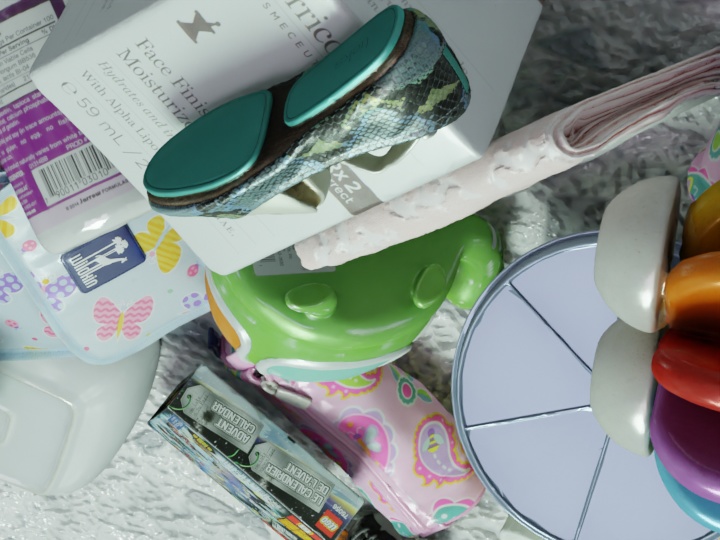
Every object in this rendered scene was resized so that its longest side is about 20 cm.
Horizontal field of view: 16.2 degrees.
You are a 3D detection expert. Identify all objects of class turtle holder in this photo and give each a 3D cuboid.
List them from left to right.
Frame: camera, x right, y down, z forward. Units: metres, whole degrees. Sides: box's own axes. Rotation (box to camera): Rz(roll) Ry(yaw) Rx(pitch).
[{"bbox_3d":[-0.009,-0.006,1.525,0.141,0.185,0.132,48,148,14],"label":"turtle holder"}]

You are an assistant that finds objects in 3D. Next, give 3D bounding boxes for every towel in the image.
[{"bbox_3d":[0.088,-0.060,1.379,0.199,0.190,0.032,-25,89,43],"label":"towel"}]

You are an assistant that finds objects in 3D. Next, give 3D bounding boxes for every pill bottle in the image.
[{"bbox_3d":[-0.170,-0.120,1.436,0.112,0.112,0.201,-22,93,41],"label":"pill bottle"}]

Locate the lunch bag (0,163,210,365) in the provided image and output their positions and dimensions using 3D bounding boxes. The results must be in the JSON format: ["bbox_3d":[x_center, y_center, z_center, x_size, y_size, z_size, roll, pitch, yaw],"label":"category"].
[{"bbox_3d":[-0.199,-0.032,1.586,0.198,0.128,0.170,-2,137,22],"label":"lunch bag"}]

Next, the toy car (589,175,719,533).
[{"bbox_3d":[0.204,0.054,1.326,0.174,0.150,0.201,7,130,11],"label":"toy car"}]

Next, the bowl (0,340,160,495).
[{"bbox_3d":[-0.252,0.077,1.774,0.199,0.075,0.200,23,141,-3],"label":"bowl"}]

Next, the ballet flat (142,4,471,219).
[{"bbox_3d":[-0.025,-0.061,1.249,0.199,0.075,0.074,-24,122,42],"label":"ballet flat"}]

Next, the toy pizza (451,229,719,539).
[{"bbox_3d":[0.151,0.071,1.458,0.198,0.032,0.202,4,108,14],"label":"toy pizza"}]

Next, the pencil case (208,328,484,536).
[{"bbox_3d":[-0.005,0.089,1.650,0.087,0.088,0.200,-22,125,41],"label":"pencil case"}]

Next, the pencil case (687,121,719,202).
[{"bbox_3d":[0.248,-0.090,1.337,0.087,0.088,0.200,26,140,-5],"label":"pencil case"}]

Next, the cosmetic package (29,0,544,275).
[{"bbox_3d":[-0.034,-0.134,1.352,0.199,0.166,0.165,-24,121,39],"label":"cosmetic package"}]

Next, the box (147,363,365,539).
[{"bbox_3d":[-0.073,0.126,1.677,0.137,0.040,0.200,40,170,-2],"label":"box"}]

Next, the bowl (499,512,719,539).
[{"bbox_3d":[0.146,0.140,1.569,0.199,0.108,0.200,31,166,9],"label":"bowl"}]

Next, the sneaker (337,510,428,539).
[{"bbox_3d":[0.015,0.208,1.735,0.079,0.074,0.200,38,179,-4],"label":"sneaker"}]
